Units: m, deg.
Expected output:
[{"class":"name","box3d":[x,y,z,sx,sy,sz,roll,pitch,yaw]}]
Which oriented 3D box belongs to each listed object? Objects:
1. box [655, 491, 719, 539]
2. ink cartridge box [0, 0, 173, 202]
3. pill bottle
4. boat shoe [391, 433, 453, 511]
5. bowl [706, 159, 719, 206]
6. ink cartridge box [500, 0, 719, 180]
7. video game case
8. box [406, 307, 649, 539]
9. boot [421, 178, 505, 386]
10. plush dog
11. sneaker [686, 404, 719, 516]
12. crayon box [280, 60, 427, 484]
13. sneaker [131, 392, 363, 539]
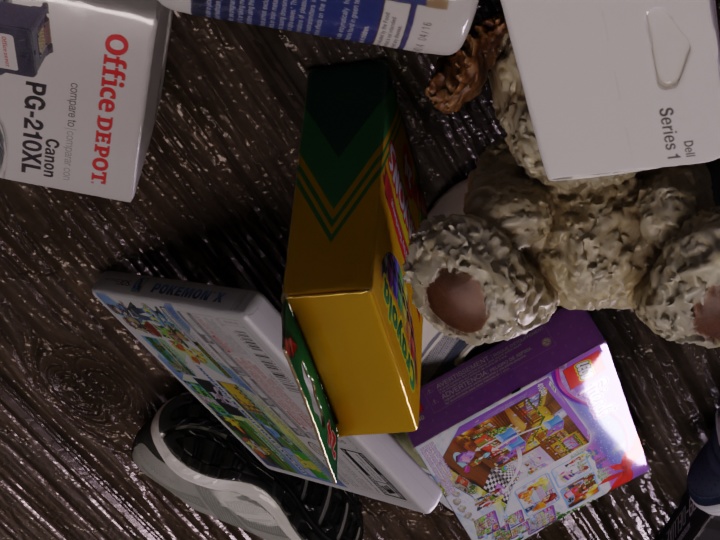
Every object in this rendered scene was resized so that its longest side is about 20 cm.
[{"class":"box","box3d":[0.336,0.205,1.256,0.198,0.050,0.158,11,140,-7]},{"class":"ink cartridge box","box3d":[-0.202,-0.128,0.886,0.198,0.085,0.145,10,141,-6]},{"class":"pill bottle","box3d":[-0.040,-0.172,0.796,0.197,0.112,0.112,9,141,-5]},{"class":"boat shoe","box3d":[0.044,0.108,1.169,0.062,0.072,0.200,-35,137,20]},{"class":"bowl","box3d":[0.264,-0.053,0.964,0.198,0.040,0.202,3,141,2]},{"class":"ink cartridge box","box3d":[0.105,-0.161,0.723,0.083,0.202,0.147,-8,138,14]},{"class":"video game case","box3d":[-0.062,0.077,1.080,0.181,0.022,0.200,7,145,51]},{"class":"box","box3d":[0.112,0.111,1.113,0.136,0.039,0.200,-28,145,0]},{"class":"boot","box3d":[0.074,0.014,1.052,0.089,0.073,0.200,8,146,-23]},{"class":"plush dog","box3d":[0.126,-0.064,0.900,0.197,0.161,0.174,1,111,13]},{"class":"sneaker","box3d":[0.257,0.084,1.102,0.108,0.071,0.200,21,131,-26]},{"class":"crayon box","box3d":[0.000,0.000,0.928,0.050,0.202,0.128,-5,140,12]},{"class":"sneaker","box3d":[-0.079,0.157,1.236,0.199,0.075,0.079,34,142,-22]}]
